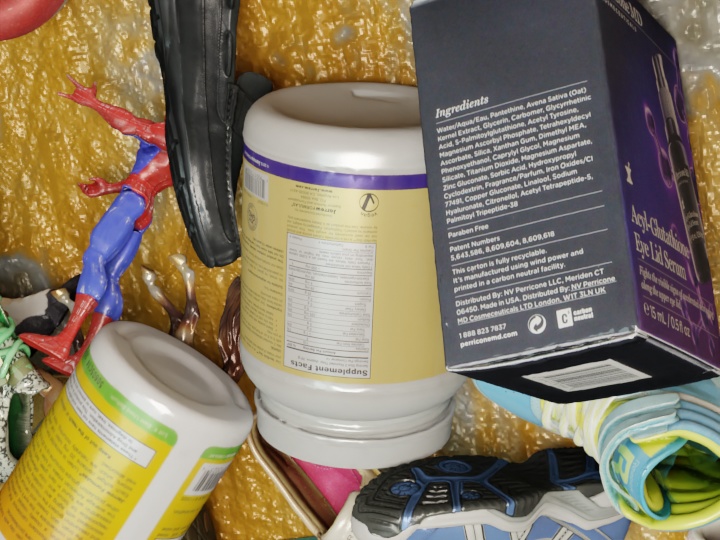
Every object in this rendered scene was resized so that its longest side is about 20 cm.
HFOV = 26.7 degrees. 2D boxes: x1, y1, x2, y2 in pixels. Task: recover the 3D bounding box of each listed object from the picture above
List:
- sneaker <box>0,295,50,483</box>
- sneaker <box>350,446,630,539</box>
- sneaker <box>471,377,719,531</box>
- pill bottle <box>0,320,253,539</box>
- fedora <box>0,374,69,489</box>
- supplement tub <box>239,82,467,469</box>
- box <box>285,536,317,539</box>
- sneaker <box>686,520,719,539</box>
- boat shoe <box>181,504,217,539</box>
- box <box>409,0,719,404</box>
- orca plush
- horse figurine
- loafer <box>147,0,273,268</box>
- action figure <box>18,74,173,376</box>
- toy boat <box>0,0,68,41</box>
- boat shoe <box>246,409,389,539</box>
[{"bbox_3d":[-0.234,0.052,0.969,0.088,0.077,0.202,5,113,21],"label":"sneaker"},{"bbox_3d":[0.084,0.153,0.891,0.076,0.198,0.078,33,117,58],"label":"sneaker"},{"bbox_3d":[0.139,0.083,0.873,0.198,0.130,0.080,12,113,22],"label":"sneaker"},{"bbox_3d":[-0.161,0.142,0.932,0.111,0.111,0.201,36,102,11],"label":"pill bottle"},{"bbox_3d":[-0.215,0.178,1.100,0.198,0.082,0.203,8,109,22],"label":"fedora"},{"bbox_3d":[0.000,0.000,0.904,0.144,0.145,0.202,10,111,22],"label":"supplement tub"},{"bbox_3d":[0.030,0.216,1.015,0.198,0.049,0.083,-12,101,28],"label":"box"},{"bbox_3d":[0.277,0.188,0.872,0.198,0.075,0.106,5,114,29],"label":"sneaker"},{"bbox_3d":[-0.129,0.214,1.046,0.067,0.072,0.202,-15,120,9],"label":"boat shoe"},{"bbox_3d":[0.109,-0.042,0.797,0.103,0.148,0.202,-13,74,27],"label":"box"},{"bbox_3d":[-0.269,0.047,1.112,0.198,0.071,0.106,-24,51,20],"label":"orca plush"},{"bbox_3d":[-0.153,0.068,1.009,0.198,0.050,0.134,-17,92,6],"label":"horse figurine"},{"bbox_3d":[-0.087,-0.103,0.932,0.070,0.068,0.203,-6,82,-11],"label":"loafer"},{"bbox_3d":[-0.171,-0.041,0.974,0.098,0.065,0.201,24,72,17],"label":"action figure"},{"bbox_3d":[-0.240,-0.239,0.950,0.130,0.131,0.202,29,116,15],"label":"toy boat"},{"bbox_3d":[0.000,0.156,0.950,0.200,0.069,0.074,43,115,23],"label":"boat shoe"}]
